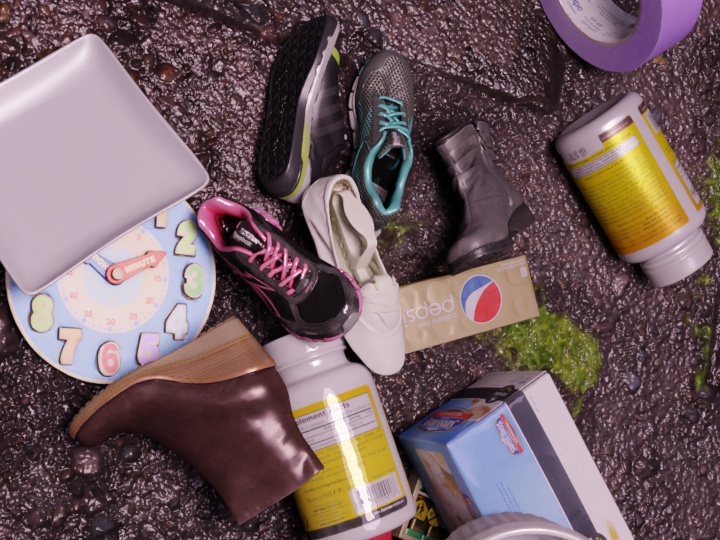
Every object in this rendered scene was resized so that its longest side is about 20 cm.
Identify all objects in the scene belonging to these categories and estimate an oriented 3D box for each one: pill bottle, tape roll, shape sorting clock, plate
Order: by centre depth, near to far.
[{"bbox_3d":[-0.271,-0.098,1.045,0.198,0.032,0.201,-35,75,-20],"label":"plate"},{"bbox_3d":[-0.232,0.005,1.076,0.196,0.039,0.204,2,83,-21],"label":"shape sorting clock"},{"bbox_3d":[-0.027,0.157,1.099,0.110,0.111,0.203,-16,83,-22],"label":"pill bottle"},{"bbox_3d":[0.271,-0.319,1.225,0.065,0.200,0.202,-31,96,-22],"label":"tape roll"},{"bbox_3d":[0.308,-0.086,1.265,0.109,0.109,0.202,-35,97,-21],"label":"pill bottle"}]

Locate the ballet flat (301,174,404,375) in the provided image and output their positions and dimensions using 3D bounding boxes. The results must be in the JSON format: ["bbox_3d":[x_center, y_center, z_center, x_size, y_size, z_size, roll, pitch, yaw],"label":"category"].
[{"bbox_3d":[0.000,0.000,1.089,0.068,0.069,0.203,-18,80,-22],"label":"ballet flat"}]

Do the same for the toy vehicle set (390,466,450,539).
[{"bbox_3d":[0.139,0.254,1.205,0.198,0.026,0.126,25,76,-18],"label":"toy vehicle set"}]

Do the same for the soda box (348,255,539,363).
[{"bbox_3d":[0.082,0.040,1.185,0.197,0.064,0.069,-14,89,-23],"label":"soda box"}]

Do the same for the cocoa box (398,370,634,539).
[{"bbox_3d":[0.152,0.218,1.126,0.130,0.133,0.202,-30,96,-19],"label":"cocoa box"}]

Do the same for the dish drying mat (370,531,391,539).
[{"bbox_3d":[-0.005,0.360,1.142,0.075,0.018,0.204,4,82,-22],"label":"dish drying mat"}]

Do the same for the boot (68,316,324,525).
[{"bbox_3d":[-0.150,0.158,1.035,0.198,0.072,0.168,-29,84,1],"label":"boot"}]

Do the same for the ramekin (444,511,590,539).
[{"bbox_3d":[0.136,0.309,1.000,0.196,0.105,0.204,0,94,-5],"label":"ramekin"}]

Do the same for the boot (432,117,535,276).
[{"bbox_3d":[0.108,-0.079,1.171,0.133,0.069,0.200,62,24,-6],"label":"boot"}]

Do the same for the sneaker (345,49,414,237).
[{"bbox_3d":[0.029,-0.132,1.167,0.076,0.091,0.204,10,81,-21],"label":"sneaker"}]

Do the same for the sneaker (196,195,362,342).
[{"bbox_3d":[-0.082,-0.007,1.055,0.079,0.199,0.095,-52,147,-4],"label":"sneaker"}]

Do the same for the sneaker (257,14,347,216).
[{"bbox_3d":[-0.050,-0.156,1.164,0.082,0.071,0.204,24,76,-42],"label":"sneaker"}]
